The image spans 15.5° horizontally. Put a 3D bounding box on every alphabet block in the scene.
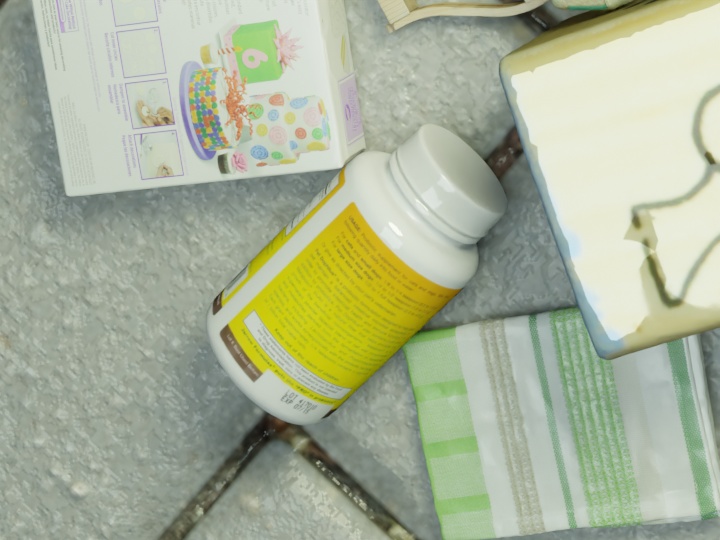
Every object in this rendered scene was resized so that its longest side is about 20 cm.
[{"bbox_3d":[0.221,-0.080,1.574,0.199,0.196,0.196,-17,99,20],"label":"alphabet block"}]

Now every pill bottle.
[{"bbox_3d":[0.000,0.000,1.708,0.109,0.109,0.200,47,112,2],"label":"pill bottle"}]

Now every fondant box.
[{"bbox_3d":[-0.106,-0.133,1.738,0.199,0.058,0.145,-5,102,19],"label":"fondant box"}]

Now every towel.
[{"bbox_3d":[0.134,0.097,1.738,0.199,0.031,0.150,-7,98,21],"label":"towel"}]

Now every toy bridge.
[{"bbox_3d":[0.100,-0.198,1.673,0.199,0.027,0.067,-28,94,21],"label":"toy bridge"}]

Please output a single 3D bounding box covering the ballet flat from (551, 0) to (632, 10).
[{"bbox_3d":[0.130,-0.247,1.589,0.062,0.067,0.201,-12,62,22],"label":"ballet flat"}]
